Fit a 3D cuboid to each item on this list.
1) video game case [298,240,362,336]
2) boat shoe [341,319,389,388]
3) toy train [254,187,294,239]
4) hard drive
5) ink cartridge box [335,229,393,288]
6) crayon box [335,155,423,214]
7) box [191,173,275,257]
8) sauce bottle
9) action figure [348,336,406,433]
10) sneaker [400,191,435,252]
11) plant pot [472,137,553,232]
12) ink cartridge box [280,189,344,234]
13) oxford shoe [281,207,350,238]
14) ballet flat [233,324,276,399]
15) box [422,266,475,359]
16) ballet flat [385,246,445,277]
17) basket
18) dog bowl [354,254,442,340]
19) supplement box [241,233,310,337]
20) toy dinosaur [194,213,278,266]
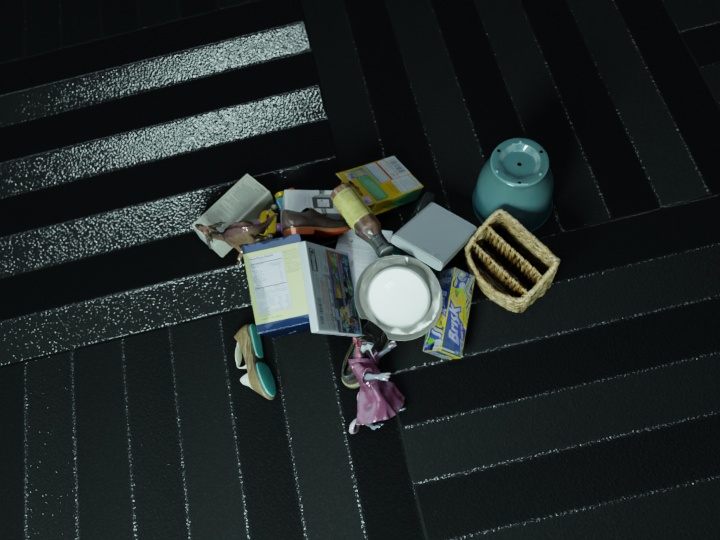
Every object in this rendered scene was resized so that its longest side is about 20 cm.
[{"bbox_3d":[-0.066,0.044,1.532,0.023,0.182,0.200,-18,74,28],"label":"video game case"},{"bbox_3d":[0.016,0.176,1.596,0.073,0.065,0.200,19,69,16],"label":"boat shoe"},{"bbox_3d":[-0.186,-0.112,1.760,0.150,0.056,0.200,28,65,0],"label":"toy train"},{"bbox_3d":[0.173,-0.083,1.593,0.132,0.026,0.200,31,39,15],"label":"hard drive"},{"bbox_3d":[0.000,0.000,1.671,0.136,0.076,0.200,7,66,11],"label":"ink cartridge box"},{"bbox_3d":[0.043,-0.210,1.726,0.200,0.052,0.126,-22,61,-36],"label":"crayon box"},{"bbox_3d":[-0.323,-0.141,1.772,0.095,0.078,0.200,40,76,20],"label":"box"},{"bbox_3d":[0.004,-0.114,1.591,0.066,0.066,0.200,-31,64,-7],"label":"sauce bottle"},{"bbox_3d":[0.019,0.239,1.531,0.149,0.134,0.200,-24,94,21],"label":"action figure"},{"bbox_3d":[0.161,-0.107,1.705,0.091,0.076,0.200,24,58,-8],"label":"sneaker"},{"bbox_3d":[0.372,-0.213,1.660,0.200,0.188,0.200,-3,66,6],"label":"plant pot"},{"bbox_3d":[-0.093,-0.142,1.699,0.200,0.116,0.067,0,65,-13],"label":"ink cartridge box"},{"bbox_3d":[-0.097,-0.115,1.603,0.071,0.200,0.073,-18,81,43],"label":"oxford shoe"},{"bbox_3d":[-0.255,0.222,1.616,0.072,0.068,0.200,-30,64,16],"label":"ballet flat"},{"bbox_3d":[0.205,0.099,1.586,0.070,0.064,0.200,23,70,-30],"label":"box"},{"bbox_3d":[0.126,0.001,1.640,0.200,0.068,0.068,24,37,-27],"label":"ballet flat"},{"bbox_3d":[0.337,-0.015,1.598,0.143,0.149,0.200,-38,68,-10],"label":"basket"},{"bbox_3d":[0.089,0.055,1.555,0.200,0.059,0.200,3,105,11],"label":"dog bowl"},{"bbox_3d":[-0.171,0.040,1.583,0.134,0.200,0.200,-12,81,1],"label":"supplement box"},{"bbox_3d":[-0.294,-0.089,1.645,0.200,0.135,0.086,-21,56,29],"label":"toy dinosaur"}]
